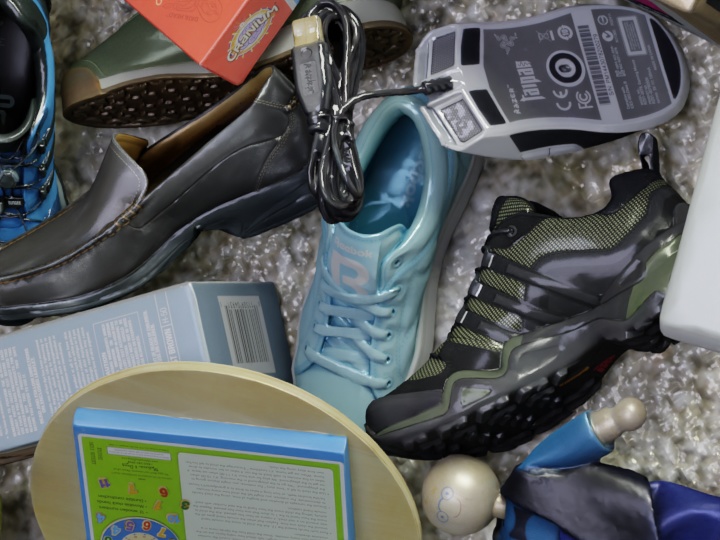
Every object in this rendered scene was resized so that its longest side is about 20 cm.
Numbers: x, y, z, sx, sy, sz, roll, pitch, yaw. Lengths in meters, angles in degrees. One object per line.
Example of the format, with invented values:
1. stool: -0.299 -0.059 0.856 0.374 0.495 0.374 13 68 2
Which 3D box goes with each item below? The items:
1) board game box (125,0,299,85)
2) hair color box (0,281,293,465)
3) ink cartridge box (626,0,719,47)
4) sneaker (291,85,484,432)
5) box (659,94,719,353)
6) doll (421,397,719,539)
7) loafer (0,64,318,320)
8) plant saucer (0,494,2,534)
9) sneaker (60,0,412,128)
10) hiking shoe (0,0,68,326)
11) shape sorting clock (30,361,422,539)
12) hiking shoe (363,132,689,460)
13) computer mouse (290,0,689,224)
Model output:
1. board game box: -0.089 -0.212 1.461 0.200 0.040 0.153 41 99 29
2. hair color box: -0.146 0.057 1.501 0.200 0.099 0.061 -15 84 23
3. ink cartridge box: 0.107 -0.177 1.360 0.200 0.165 0.075 29 97 22
4. sneaker: 0.000 0.000 1.448 0.074 0.082 0.200 17 95 24
5. box: 0.266 -0.025 1.268 0.199 0.200 0.172 16 93 23
6. doll: 0.124 0.125 1.398 0.200 0.048 0.137 14 116 21
7. loafer: -0.111 -0.040 1.473 0.200 0.073 0.072 -26 120 -1
8. plant saucer: -0.280 0.219 1.518 0.200 0.048 0.200 -26 44 28
9. sneaker: -0.065 -0.136 1.495 0.200 0.067 0.090 -13 71 27
10. hiking shoe: -0.191 -0.062 1.504 0.074 0.087 0.200 -4 106 -3
11. shape sorting clock: -0.067 0.122 1.447 0.200 0.039 0.200 7 126 10
12. hiking shoe: 0.082 0.018 1.427 0.200 0.076 0.101 -31 65 13
13. computer mouse: 0.062 -0.082 1.401 0.200 0.044 0.110 -5 66 -18
